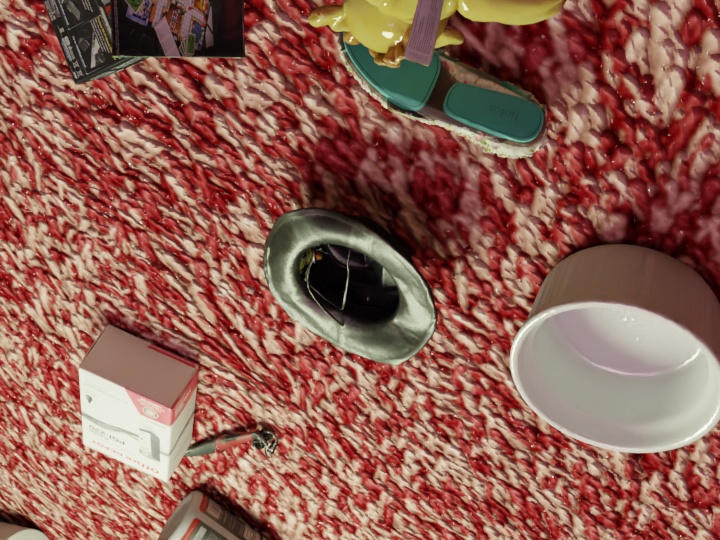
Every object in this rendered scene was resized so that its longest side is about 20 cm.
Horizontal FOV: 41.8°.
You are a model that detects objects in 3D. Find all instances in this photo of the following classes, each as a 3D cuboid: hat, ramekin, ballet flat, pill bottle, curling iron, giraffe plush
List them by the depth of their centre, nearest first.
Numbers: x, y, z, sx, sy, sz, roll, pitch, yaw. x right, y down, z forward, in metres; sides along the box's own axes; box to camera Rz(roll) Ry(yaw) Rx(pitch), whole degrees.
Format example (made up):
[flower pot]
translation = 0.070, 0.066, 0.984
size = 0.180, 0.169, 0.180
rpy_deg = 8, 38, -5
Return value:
[giraffe plush]
translation = 0.048, -0.218, 0.693
size = 0.171, 0.202, 0.162
rpy_deg = 34, 167, -13
[ballet flat]
translation = 0.067, -0.148, 0.805
size = 0.198, 0.076, 0.064
rpy_deg = 31, 172, 5
[ramekin]
translation = 0.249, 0.071, 0.897
size = 0.197, 0.098, 0.203
rpy_deg = 14, 136, 14
[hat]
translation = 0.000, 0.000, 0.974
size = 0.198, 0.081, 0.203
rpy_deg = 18, 133, 21
[curling iron]
translation = -0.193, 0.258, 1.365
size = 0.198, 0.026, 0.050
rpy_deg = -17, 119, 38
[pill bottle]
translation = -0.217, 0.453, 1.503
size = 0.199, 0.117, 0.116
rpy_deg = 39, 137, -12

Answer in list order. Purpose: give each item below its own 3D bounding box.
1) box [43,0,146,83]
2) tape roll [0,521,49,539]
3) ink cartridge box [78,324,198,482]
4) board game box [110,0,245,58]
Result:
[box]
translation = -0.211, -0.277, 0.780
size = 0.156, 0.050, 0.203
rpy_deg = -13, 102, 35
[tape roll]
translation = -0.716, 0.598, 1.844
size = 0.137, 0.204, 0.205
rpy_deg = 4, 133, 25
[ink cartridge box]
translation = -0.311, 0.190, 1.319
size = 0.144, 0.085, 0.201
rpy_deg = 23, 140, 6
[board game box]
translation = -0.140, -0.264, 0.713
size = 0.103, 0.023, 0.204
rpy_deg = -1, 98, -10
